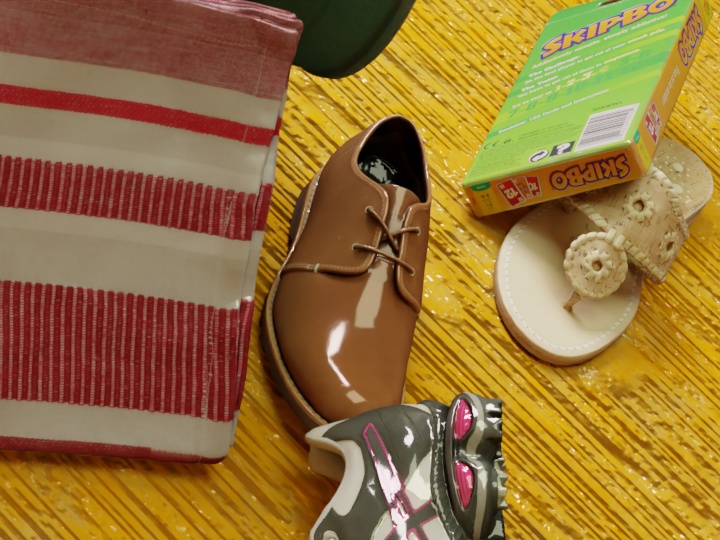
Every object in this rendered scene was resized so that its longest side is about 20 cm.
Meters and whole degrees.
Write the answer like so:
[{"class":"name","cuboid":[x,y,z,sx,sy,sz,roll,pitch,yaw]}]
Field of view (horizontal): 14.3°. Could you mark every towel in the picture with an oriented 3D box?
[{"class":"towel","cuboid":[-0.103,-0.021,1.191,0.144,0.201,0.023,7,4,-30]}]

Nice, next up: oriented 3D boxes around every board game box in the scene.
[{"class":"board game box","cuboid":[0.124,-0.097,1.512,0.030,0.095,0.200,63,30,-25]}]

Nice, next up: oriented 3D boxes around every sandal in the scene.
[{"class":"sandal","cuboid":[0.136,-0.033,1.463,0.078,0.070,0.212,38,37,7]}]

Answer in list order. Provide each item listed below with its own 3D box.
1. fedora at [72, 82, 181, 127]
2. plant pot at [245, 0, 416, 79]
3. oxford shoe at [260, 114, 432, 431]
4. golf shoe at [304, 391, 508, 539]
[{"class":"fedora","cuboid":[-0.147,-0.086,1.282,0.200,0.082,0.201,30,14,-8]},{"class":"plant pot","cuboid":[-0.080,-0.198,1.276,0.188,0.200,0.200,8,43,-25]},{"class":"oxford shoe","cuboid":[0.000,0.000,1.326,0.071,0.071,0.200,22,40,-18]},{"class":"golf shoe","cuboid":[0.022,0.141,1.197,0.088,0.077,0.200,-2,46,0]}]
